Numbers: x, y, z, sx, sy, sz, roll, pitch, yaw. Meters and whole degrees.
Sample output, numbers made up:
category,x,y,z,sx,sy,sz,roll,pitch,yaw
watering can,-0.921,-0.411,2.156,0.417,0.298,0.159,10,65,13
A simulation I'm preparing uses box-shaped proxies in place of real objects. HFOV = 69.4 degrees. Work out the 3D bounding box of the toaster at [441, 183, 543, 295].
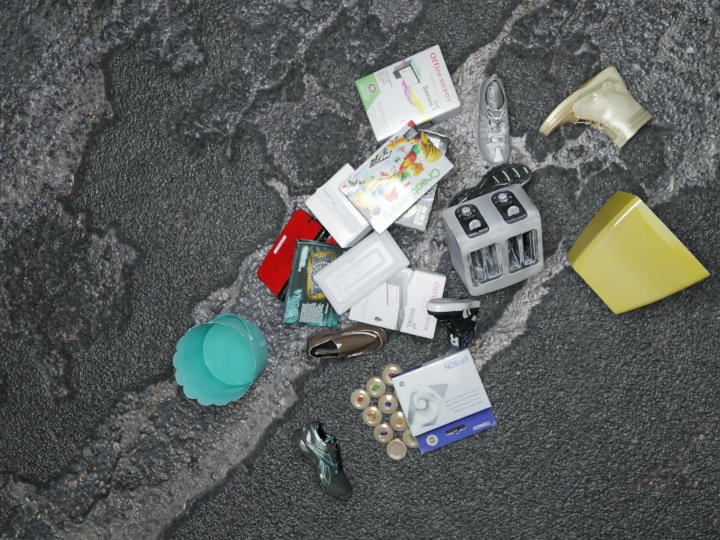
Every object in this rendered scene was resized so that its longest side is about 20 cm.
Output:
category,x,y,z,sx,sy,sz,roll,pitch,yaw
toaster,0.281,-0.057,1.114,0.179,0.119,0.201,-19,131,2

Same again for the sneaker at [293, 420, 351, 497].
category,x,y,z,sx,sy,sz,roll,pitch,yaw
sneaker,-0.079,0.456,1.258,0.079,0.075,0.201,-38,89,7

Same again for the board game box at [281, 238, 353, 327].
category,x,y,z,sx,sy,sz,roll,pitch,yaw
board game box,-0.101,0.032,1.206,0.134,0.028,0.202,7,108,-19

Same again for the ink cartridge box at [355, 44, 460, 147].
category,x,y,z,sx,sy,sz,roll,pitch,yaw
ink cartridge box,0.108,-0.387,1.165,0.198,0.084,0.146,-21,91,9

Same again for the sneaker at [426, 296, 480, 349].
category,x,y,z,sx,sy,sz,roll,pitch,yaw
sneaker,0.205,0.119,1.134,0.073,0.199,0.113,9,95,37

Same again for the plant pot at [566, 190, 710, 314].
category,x,y,z,sx,sy,sz,roll,pitch,yaw
plant pot,0.549,-0.028,1.084,0.176,0.200,0.200,-43,88,21

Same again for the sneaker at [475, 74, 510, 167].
category,x,y,z,sx,sy,sz,roll,pitch,yaw
sneaker,0.290,-0.329,1.144,0.074,0.082,0.202,-9,93,9

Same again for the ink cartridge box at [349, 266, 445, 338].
category,x,y,z,sx,sy,sz,roll,pitch,yaw
ink cartridge box,0.088,0.060,1.200,0.198,0.084,0.146,12,95,7

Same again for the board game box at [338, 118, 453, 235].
category,x,y,z,sx,sy,sz,roll,pitch,yaw
board game box,0.069,-0.184,1.034,0.200,0.035,0.126,-43,88,2

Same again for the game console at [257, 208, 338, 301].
category,x,y,z,sx,sy,sz,roll,pitch,yaw
game console,-0.124,-0.015,1.259,0.172,0.118,0.201,40,99,35

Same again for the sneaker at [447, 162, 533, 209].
category,x,y,z,sx,sy,sz,roll,pitch,yaw
sneaker,0.291,-0.168,1.162,0.199,0.079,0.074,-31,53,13

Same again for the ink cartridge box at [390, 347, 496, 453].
category,x,y,z,sx,sy,sz,roll,pitch,yaw
ink cartridge box,0.196,0.308,1.214,0.198,0.041,0.201,-23,90,3

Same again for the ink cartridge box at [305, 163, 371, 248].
category,x,y,z,sx,sy,sz,roll,pitch,yaw
ink cartridge box,-0.021,-0.138,1.143,0.125,0.200,0.129,-42,88,9

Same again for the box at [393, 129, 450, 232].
category,x,y,z,sx,sy,sz,roll,pitch,yaw
box,0.128,-0.190,1.137,0.085,0.164,0.202,15,97,6

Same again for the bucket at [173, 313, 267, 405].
category,x,y,z,sx,sy,sz,roll,pitch,yaw
bucket,-0.325,0.207,1.244,0.205,0.135,0.209,1,94,7

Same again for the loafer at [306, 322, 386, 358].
category,x,y,z,sx,sy,sz,roll,pitch,yaw
loafer,-0.035,0.179,1.227,0.198,0.071,0.074,-12,111,13

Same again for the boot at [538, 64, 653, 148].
category,x,y,z,sx,sy,sz,roll,pitch,yaw
boot,0.504,-0.319,1.119,0.199,0.073,0.156,-37,86,4

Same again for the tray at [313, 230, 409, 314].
category,x,y,z,sx,sy,sz,roll,pitch,yaw
tray,0.000,0.000,1.157,0.199,0.022,0.108,-36,85,7

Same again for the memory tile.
category,x,y,z,sx,sy,sz,roll,pitch,yaw
memory tile,0.081,0.343,1.256,0.153,0.017,0.201,-37,89,9
